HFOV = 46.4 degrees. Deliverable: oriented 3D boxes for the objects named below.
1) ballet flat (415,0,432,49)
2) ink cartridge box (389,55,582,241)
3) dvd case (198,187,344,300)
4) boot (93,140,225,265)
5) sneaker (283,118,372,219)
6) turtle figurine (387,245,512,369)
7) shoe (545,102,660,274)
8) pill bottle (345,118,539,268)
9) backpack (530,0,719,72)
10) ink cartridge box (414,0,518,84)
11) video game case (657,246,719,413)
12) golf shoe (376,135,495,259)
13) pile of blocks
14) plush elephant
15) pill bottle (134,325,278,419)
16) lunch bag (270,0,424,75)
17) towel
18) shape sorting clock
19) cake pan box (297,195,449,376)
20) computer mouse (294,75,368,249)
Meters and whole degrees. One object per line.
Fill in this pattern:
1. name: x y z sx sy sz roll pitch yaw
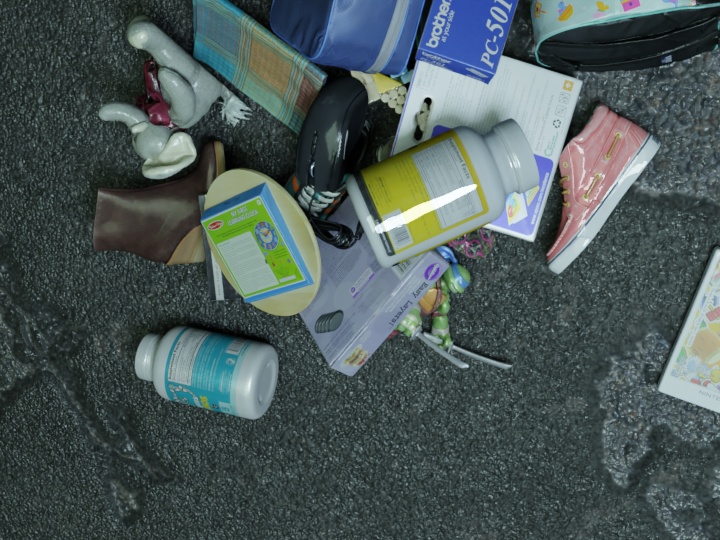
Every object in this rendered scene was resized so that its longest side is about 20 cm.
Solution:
1. ballet flat: 0.085 -0.348 1.001 0.072 0.073 0.203 -9 102 20
2. ink cartridge box: 0.141 -0.159 1.000 0.197 0.043 0.201 17 95 -3
3. dvd case: -0.116 -0.039 1.154 0.196 0.016 0.151 -5 107 -4
4. boot: -0.278 -0.097 1.160 0.164 0.073 0.202 8 121 -20
5. sneaker: -0.052 -0.115 1.087 0.071 0.080 0.202 30 101 -10
6. turtle figurine: 0.067 0.084 1.104 0.192 0.144 0.203 -20 97 27
7. shoe: 0.267 -0.100 1.023 0.090 0.071 0.201 35 109 5
8. pill bottle: 0.091 -0.090 0.930 0.198 0.112 0.113 -24 100 1
9. backpack: 0.278 -0.293 0.900 0.197 0.175 0.156 -13 86 20
10. ink cartridge box: 0.136 -0.325 0.951 0.093 0.044 0.203 17 87 -1
11. video game case: 0.490 0.092 1.035 0.180 0.023 0.203 19 112 11
12. golf shoe: 0.099 -0.097 1.081 0.073 0.092 0.200 -45 109 -8
13. pile of blocks: 0.081 -0.212 1.052 0.198 0.062 0.083 29 101 -2
14. plush elephant: -0.262 -0.214 1.099 0.199 0.165 0.155 39 94 -30
15. pill bottle: -0.228 0.145 1.235 0.197 0.111 0.113 10 110 15
16. lunch bag: -0.012 -0.315 0.983 0.131 0.200 0.138 6 117 -29
17. towel: -0.135 -0.264 1.076 0.199 0.022 0.147 37 156 4
18. shape sorting clock: -0.127 -0.035 1.073 0.198 0.039 0.202 23 131 28
19. cake pan box: 0.000 0.000 1.071 0.201 0.052 0.185 -50 46 12
20. computer mouse: -0.029 -0.128 1.008 0.140 0.046 0.202 31 103 29
